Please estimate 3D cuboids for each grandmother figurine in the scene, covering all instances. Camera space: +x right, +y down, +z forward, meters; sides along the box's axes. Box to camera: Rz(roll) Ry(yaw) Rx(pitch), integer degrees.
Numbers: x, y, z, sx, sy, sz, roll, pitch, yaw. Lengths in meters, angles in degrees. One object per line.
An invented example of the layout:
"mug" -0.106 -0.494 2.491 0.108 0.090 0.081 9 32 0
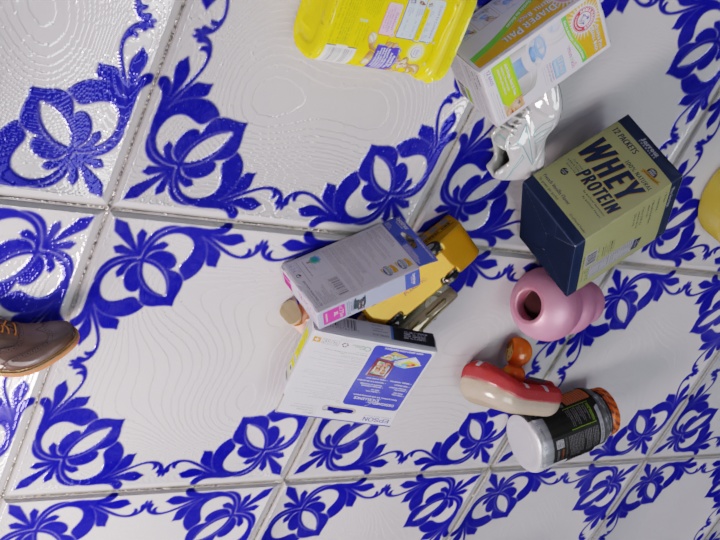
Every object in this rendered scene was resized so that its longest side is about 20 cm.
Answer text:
"grandmother figurine" -0.042 0.099 1.779 0.121 0.061 0.200 -17 144 16

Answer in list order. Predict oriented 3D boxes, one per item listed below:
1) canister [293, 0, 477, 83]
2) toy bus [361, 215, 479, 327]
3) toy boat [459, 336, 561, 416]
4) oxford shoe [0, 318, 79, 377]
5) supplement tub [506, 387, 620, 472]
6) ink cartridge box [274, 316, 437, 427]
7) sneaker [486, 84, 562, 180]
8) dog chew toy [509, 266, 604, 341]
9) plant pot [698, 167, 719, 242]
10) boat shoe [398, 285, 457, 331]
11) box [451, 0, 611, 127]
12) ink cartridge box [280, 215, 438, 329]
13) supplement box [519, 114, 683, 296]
"canister" 0.030 -0.320 1.435 0.199 0.087 0.149 2 124 -35
"toy bus" 0.082 0.005 1.754 0.200 0.078 0.065 -39 114 -3
"toy boat" 0.270 0.183 2.049 0.199 0.130 0.132 11 89 -42
"oxford shoe" -0.453 0.090 1.458 0.199 0.071 0.073 -15 128 -25
"supplement tub" 0.391 0.299 2.217 0.199 0.123 0.123 -16 134 -23
"ink cartridge box" -0.011 0.154 1.761 0.196 0.047 0.200 10 137 -19
"sneaker" 0.239 -0.211 1.696 0.080 0.071 0.201 -12 132 -24
"dog chew toy" 0.346 0.056 1.977 0.199 0.125 0.125 -1 127 -45
"plant pot" 0.743 -0.099 2.073 0.200 0.189 0.202 -19 134 -21
"boat shoe" 0.075 0.099 1.822 0.200 0.065 0.072 -53 171 -2
"box" 0.226 -0.311 1.572 0.199 0.101 0.113 -35 139 -5
"ink cartridge box" 0.000 0.000 1.669 0.199 0.119 0.042 -25 136 -16
"supplement box" 0.368 -0.097 1.802 0.199 0.135 0.200 -32 157 -8
